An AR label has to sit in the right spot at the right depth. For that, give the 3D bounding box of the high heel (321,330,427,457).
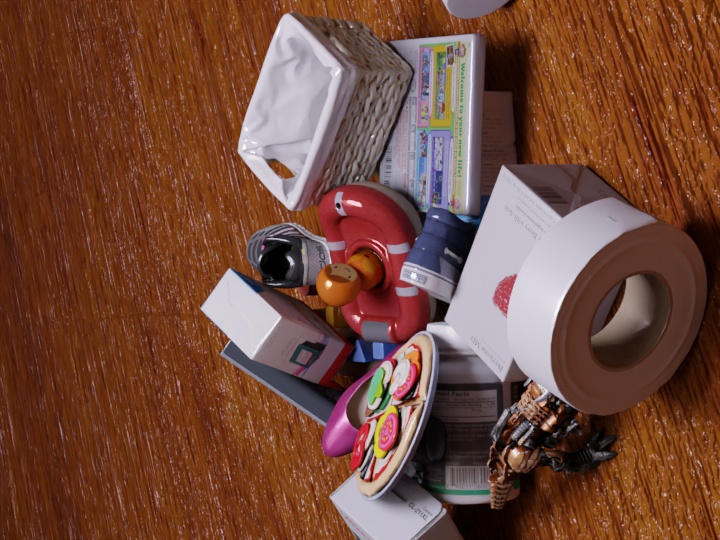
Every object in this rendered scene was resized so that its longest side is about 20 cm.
[{"bbox_3d":[0.025,0.151,1.789,0.067,0.200,0.096,49,-179,3],"label":"high heel"}]

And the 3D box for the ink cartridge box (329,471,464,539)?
[{"bbox_3d":[0.066,0.330,1.738,0.146,0.083,0.200,34,159,51],"label":"ink cartridge box"}]

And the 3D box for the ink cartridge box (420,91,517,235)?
[{"bbox_3d":[0.122,-0.142,1.732,0.116,0.067,0.201,-7,87,57],"label":"ink cartridge box"}]

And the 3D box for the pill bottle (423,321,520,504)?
[{"bbox_3d":[0.126,0.160,1.705,0.113,0.113,0.201,0,92,56],"label":"pill bottle"}]

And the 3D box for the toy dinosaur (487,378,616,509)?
[{"bbox_3d":[0.184,0.175,1.597,0.200,0.135,0.102,-46,56,47],"label":"toy dinosaur"}]

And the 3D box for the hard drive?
[{"bbox_3d":[-0.080,0.142,1.909,0.033,0.200,0.140,-55,-1,7],"label":"hard drive"}]

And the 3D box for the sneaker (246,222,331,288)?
[{"bbox_3d":[-0.102,-0.019,1.882,0.200,0.087,0.074,16,105,55],"label":"sneaker"}]

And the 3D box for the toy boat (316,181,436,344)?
[{"bbox_3d":[0.000,0.000,1.731,0.130,0.131,0.201,2,111,42],"label":"toy boat"}]

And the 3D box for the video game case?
[{"bbox_3d":[0.081,-0.167,1.714,0.182,0.022,0.201,9,98,57],"label":"video game case"}]

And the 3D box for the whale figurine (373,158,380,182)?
[{"bbox_3d":[0.019,-0.183,1.879,0.200,0.104,0.159,54,129,7],"label":"whale figurine"}]

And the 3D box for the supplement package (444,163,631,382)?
[{"bbox_3d":[0.195,0.002,1.585,0.121,0.119,0.201,47,129,42],"label":"supplement package"}]

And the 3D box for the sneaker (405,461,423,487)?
[{"bbox_3d":[0.065,0.250,1.854,0.200,0.075,0.079,-62,30,28],"label":"sneaker"}]

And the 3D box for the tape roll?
[{"bbox_3d":[0.241,0.036,1.447,0.071,0.202,0.203,35,120,51],"label":"tape roll"}]

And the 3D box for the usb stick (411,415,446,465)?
[{"bbox_3d":[0.055,0.189,1.691,0.200,0.032,0.056,167,102,-74],"label":"usb stick"}]

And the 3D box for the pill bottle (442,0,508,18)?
[{"bbox_3d":[0.104,-0.394,1.703,0.114,0.114,0.200,-53,50,43],"label":"pill bottle"}]

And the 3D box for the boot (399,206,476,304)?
[{"bbox_3d":[0.113,-0.008,1.681,0.073,0.200,0.091,21,88,24],"label":"boot"}]

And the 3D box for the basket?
[{"bbox_3d":[-0.041,-0.189,1.757,0.136,0.123,0.200,48,130,35],"label":"basket"}]

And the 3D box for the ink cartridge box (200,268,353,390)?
[{"bbox_3d":[-0.092,0.078,1.871,0.116,0.200,0.067,40,98,36],"label":"ink cartridge box"}]

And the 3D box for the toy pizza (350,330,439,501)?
[{"bbox_3d":[0.033,0.159,1.667,0.200,0.032,0.201,-159,90,-77],"label":"toy pizza"}]

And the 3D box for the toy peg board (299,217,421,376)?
[{"bbox_3d":[-0.008,0.039,1.910,0.200,0.098,0.200,-5,88,57],"label":"toy peg board"}]
